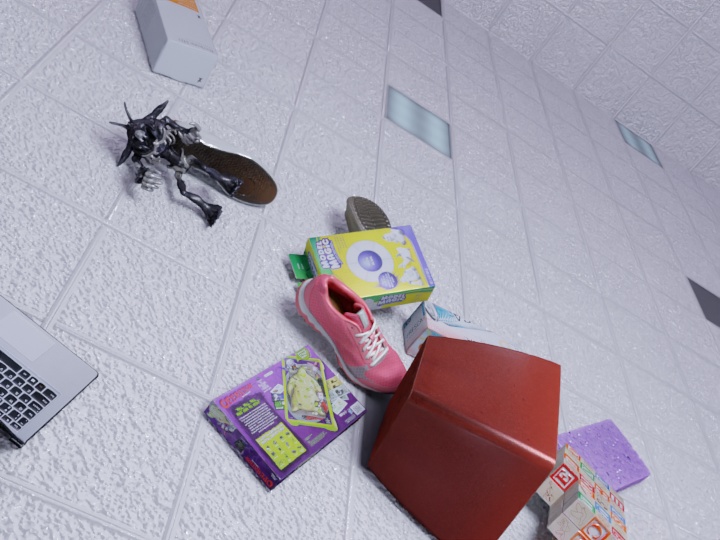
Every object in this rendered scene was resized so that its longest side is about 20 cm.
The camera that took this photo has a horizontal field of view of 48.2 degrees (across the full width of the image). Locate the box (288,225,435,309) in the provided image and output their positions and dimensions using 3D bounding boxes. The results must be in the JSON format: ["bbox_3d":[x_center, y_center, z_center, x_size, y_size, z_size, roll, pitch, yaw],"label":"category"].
[{"bbox_3d":[0.000,0.000,1.196,0.197,0.049,0.119,-10,60,-20],"label":"box"}]

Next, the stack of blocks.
[{"bbox_3d":[0.298,0.319,1.094,0.115,0.059,0.200,45,13,10],"label":"stack of blocks"}]

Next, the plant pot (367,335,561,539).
[{"bbox_3d":[0.122,0.200,1.007,0.175,0.201,0.200,28,31,0],"label":"plant pot"}]

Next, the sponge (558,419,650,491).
[{"bbox_3d":[0.380,0.302,1.287,0.198,0.030,0.112,0,48,-47],"label":"sponge"}]

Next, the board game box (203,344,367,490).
[{"bbox_3d":[-0.084,0.170,0.975,0.120,0.032,0.199,50,32,10],"label":"board game box"}]

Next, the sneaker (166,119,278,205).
[{"bbox_3d":[-0.213,-0.175,1.243,0.199,0.073,0.085,31,19,-25],"label":"sneaker"}]

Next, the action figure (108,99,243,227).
[{"bbox_3d":[-0.262,-0.158,1.129,0.199,0.119,0.102,38,-3,-16],"label":"action figure"}]

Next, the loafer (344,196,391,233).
[{"bbox_3d":[0.018,-0.035,1.305,0.075,0.068,0.202,3,49,-38],"label":"loafer"}]

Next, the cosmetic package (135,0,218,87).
[{"bbox_3d":[-0.332,-0.426,1.443,0.100,0.071,0.202,11,41,-38],"label":"cosmetic package"}]

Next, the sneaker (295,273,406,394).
[{"bbox_3d":[-0.006,0.086,1.077,0.200,0.087,0.074,47,60,-3],"label":"sneaker"}]

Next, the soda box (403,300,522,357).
[{"bbox_3d":[0.165,0.124,1.260,0.198,0.064,0.069,26,33,-21],"label":"soda box"}]

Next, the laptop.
[{"bbox_3d":[-0.355,0.061,0.750,0.187,0.116,0.200,39,31,-1],"label":"laptop"}]

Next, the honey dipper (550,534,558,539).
[{"bbox_3d":[0.231,0.394,1.005,0.038,0.038,0.199,44,31,10],"label":"honey dipper"}]
